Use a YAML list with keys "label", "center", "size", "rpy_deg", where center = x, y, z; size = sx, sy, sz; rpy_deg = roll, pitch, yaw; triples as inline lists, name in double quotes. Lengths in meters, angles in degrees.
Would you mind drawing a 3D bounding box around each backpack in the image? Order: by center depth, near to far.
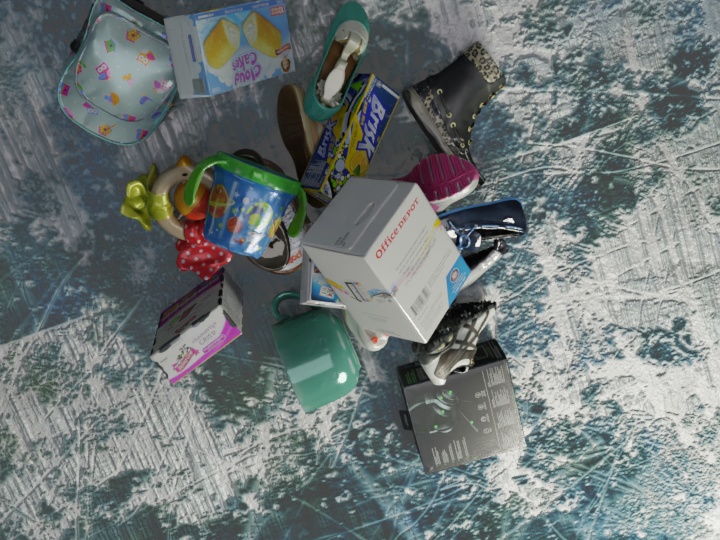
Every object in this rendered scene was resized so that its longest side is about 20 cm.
- label: "backpack"
  center: [-0.352, -0.288, 1.483]
  size: [0.175, 0.154, 0.201]
  rpy_deg: [26, 109, -18]

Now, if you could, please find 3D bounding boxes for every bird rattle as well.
- label: "bird rattle"
  center: [-0.269, -0.088, 1.554]
  size: [0.200, 0.113, 0.163]
  rpy_deg: [41, 116, -11]

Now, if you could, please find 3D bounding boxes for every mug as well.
- label: "mug"
  center: [-0.072, 0.126, 1.632]
  size: [0.113, 0.152, 0.186]
  rpy_deg: [-22, 107, -2]

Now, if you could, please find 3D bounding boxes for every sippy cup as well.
- label: "sippy cup"
  center: [-0.171, -0.093, 1.486]
  size: [0.176, 0.140, 0.131]
  rpy_deg: [20, 97, -2]

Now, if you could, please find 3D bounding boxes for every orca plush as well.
- label: "orca plush"
  center: [0.151, 0.000, 1.663]
  size: [0.200, 0.105, 0.071]
  rpy_deg: [-44, 75, 10]

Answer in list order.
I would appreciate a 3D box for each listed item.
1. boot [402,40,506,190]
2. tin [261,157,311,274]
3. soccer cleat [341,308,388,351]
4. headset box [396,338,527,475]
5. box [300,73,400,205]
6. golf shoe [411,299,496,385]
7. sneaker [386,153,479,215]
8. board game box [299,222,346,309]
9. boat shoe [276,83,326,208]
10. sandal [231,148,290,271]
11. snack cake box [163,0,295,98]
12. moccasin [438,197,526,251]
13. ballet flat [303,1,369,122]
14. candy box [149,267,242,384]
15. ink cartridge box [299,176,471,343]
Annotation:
- label: "boot"
  center: [0.179, -0.245, 1.591]
  size: [0.153, 0.074, 0.204]
  rpy_deg: [-38, 108, 3]
- label: "tin"
  center: [-0.149, -0.086, 1.622]
  size: [0.111, 0.042, 0.201]
  rpy_deg: [-27, 108, 7]
- label: "soccer cleat"
  center: [-0.010, 0.039, 1.661]
  size: [0.069, 0.077, 0.202]
  rpy_deg: [-20, 93, -30]
- label: "headset box"
  center: [0.167, 0.237, 1.721]
  size: [0.198, 0.093, 0.176]
  rpy_deg: [-17, 108, -1]
- label: "box"
  center: [-0.017, -0.201, 1.544]
  size: [0.070, 0.064, 0.201]
  rpy_deg: [30, 81, -39]
- label: "golf shoe"
  center: [0.163, 0.117, 1.657]
  size: [0.199, 0.077, 0.095]
  rpy_deg: [-31, 109, -38]
- label: "sneaker"
  center: [0.109, -0.123, 1.592]
  size: [0.199, 0.082, 0.088]
  rpy_deg: [-17, 155, 36]
- label: "board game box"
  center: [0.000, 0.000, 1.607]
  size: [0.198, 0.035, 0.128]
  rpy_deg: [8, 80, -28]
- label: "boat shoe"
  center: [-0.077, -0.203, 1.585]
  size: [0.064, 0.071, 0.202]
  rpy_deg: [-29, 114, -33]
- label: "sandal"
  center: [-0.162, -0.091, 1.571]
  size: [0.081, 0.055, 0.202]
  rpy_deg: [-10, 107, -2]
- label: "snack cake box"
  center: [-0.187, -0.329, 1.464]
  size: [0.067, 0.200, 0.116]
  rpy_deg: [2, 111, 36]
- label: "moccasin"
  center: [0.177, -0.064, 1.596]
  size: [0.198, 0.081, 0.069]
  rpy_deg: [-17, 76, -8]
- label: "ballet flat"
  center: [-0.026, -0.319, 1.514]
  size: [0.067, 0.070, 0.202]
  rpy_deg: [24, 81, -21]
- label: "candy box"
  center: [-0.254, 0.083, 1.575]
  size: [0.136, 0.200, 0.061]
  rpy_deg: [-36, 107, 6]
- label: "ink cartridge box"
  center: [0.040, -0.019, 1.494]
  size: [0.148, 0.144, 0.201]
  rpy_deg: [-54, 130, -24]
